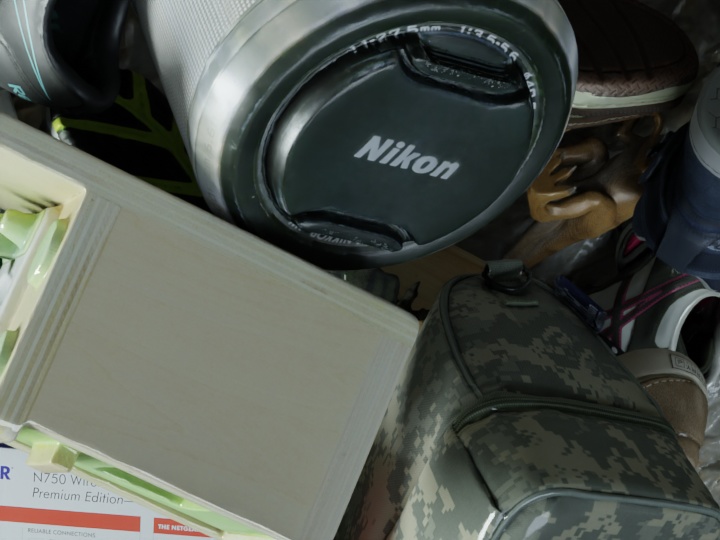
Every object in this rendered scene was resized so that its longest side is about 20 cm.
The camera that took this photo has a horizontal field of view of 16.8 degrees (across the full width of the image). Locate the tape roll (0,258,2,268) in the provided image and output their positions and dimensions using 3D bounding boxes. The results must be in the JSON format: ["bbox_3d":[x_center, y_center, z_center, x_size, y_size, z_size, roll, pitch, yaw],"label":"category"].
[{"bbox_3d":[-0.225,0.046,1.141,0.199,0.048,0.201,-17,158,-7],"label":"tape roll"}]

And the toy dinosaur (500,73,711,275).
[{"bbox_3d":[0.114,-0.033,1.255,0.200,0.061,0.106,-36,140,14],"label":"toy dinosaur"}]

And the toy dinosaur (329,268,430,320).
[{"bbox_3d":[0.000,0.000,1.142,0.088,0.047,0.201,-32,136,-57],"label":"toy dinosaur"}]

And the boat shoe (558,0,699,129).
[{"bbox_3d":[0.059,-0.092,1.163,0.201,0.075,0.075,3,139,-14],"label":"boat shoe"}]

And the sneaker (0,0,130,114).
[{"bbox_3d":[-0.112,-0.158,0.969,0.075,0.079,0.201,-14,123,-39],"label":"sneaker"}]

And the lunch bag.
[{"bbox_3d":[0.058,0.117,1.156,0.139,0.168,0.201,6,125,-33],"label":"lunch bag"}]

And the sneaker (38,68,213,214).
[{"bbox_3d":[-0.079,0.001,1.116,0.075,0.201,0.076,-25,166,-32],"label":"sneaker"}]

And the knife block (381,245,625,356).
[{"bbox_3d":[0.050,0.029,1.251,0.174,0.064,0.201,-5,139,5],"label":"knife block"}]

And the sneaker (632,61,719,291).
[{"bbox_3d":[0.209,-0.079,1.208,0.202,0.077,0.147,-45,163,-31],"label":"sneaker"}]

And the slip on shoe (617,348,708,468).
[{"bbox_3d":[0.091,0.107,1.248,0.199,0.061,0.076,-25,137,26],"label":"slip on shoe"}]

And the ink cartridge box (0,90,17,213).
[{"bbox_3d":[-0.203,-0.081,1.064,0.093,0.044,0.201,-19,139,-8],"label":"ink cartridge box"}]

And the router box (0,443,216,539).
[{"bbox_3d":[-0.118,0.168,1.126,0.198,0.049,0.181,4,97,8],"label":"router box"}]

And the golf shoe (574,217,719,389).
[{"bbox_3d":[0.146,0.042,1.332,0.077,0.088,0.200,12,130,-37],"label":"golf shoe"}]

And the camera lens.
[{"bbox_3d":[-0.011,-0.113,1.001,0.159,0.201,0.161,-13,139,-12],"label":"camera lens"}]

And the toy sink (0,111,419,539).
[{"bbox_3d":[-0.100,0.032,0.982,0.199,0.130,0.113,27,78,-15],"label":"toy sink"}]
